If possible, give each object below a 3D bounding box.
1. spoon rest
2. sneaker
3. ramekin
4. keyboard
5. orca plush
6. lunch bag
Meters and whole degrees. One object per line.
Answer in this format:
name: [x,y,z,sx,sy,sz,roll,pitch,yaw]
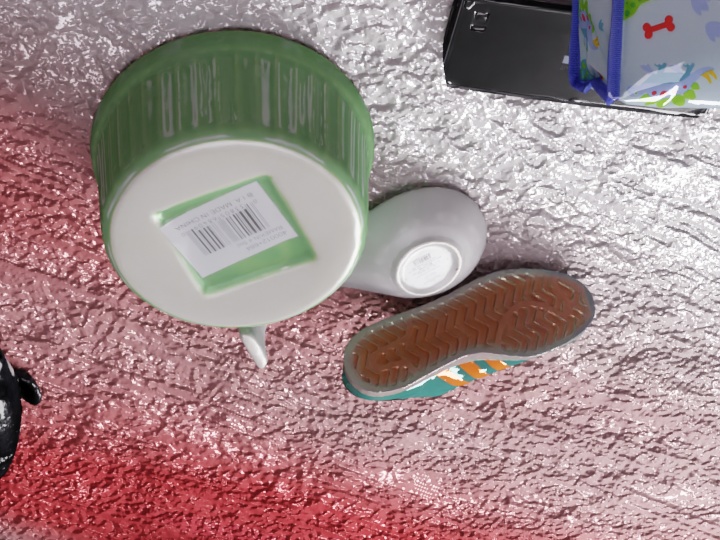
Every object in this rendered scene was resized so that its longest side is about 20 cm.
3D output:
spoon rest: [0.000,0.000,1.244,0.199,0.061,0.100,-25,133,0]
sneaker: [0.079,0.051,1.289,0.199,0.072,0.080,-15,168,-7]
ramekin: [-0.086,-0.054,1.146,0.199,0.098,0.201,-3,133,-3]
keyboard: [0.158,-0.164,1.122,0.199,0.021,0.127,6,133,-12]
orca plush: [-0.313,0.135,1.320,0.105,0.071,0.200,14,130,-17]
lunch bag: [0.221,-0.202,1.021,0.169,0.127,0.201,-1,103,-7]
